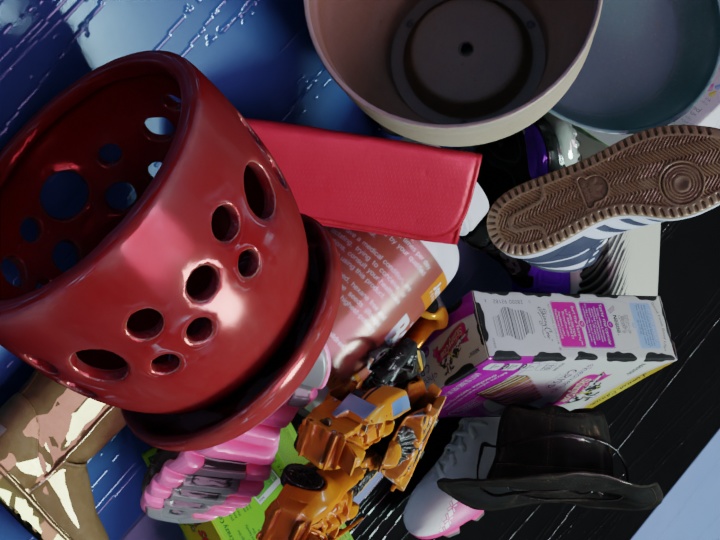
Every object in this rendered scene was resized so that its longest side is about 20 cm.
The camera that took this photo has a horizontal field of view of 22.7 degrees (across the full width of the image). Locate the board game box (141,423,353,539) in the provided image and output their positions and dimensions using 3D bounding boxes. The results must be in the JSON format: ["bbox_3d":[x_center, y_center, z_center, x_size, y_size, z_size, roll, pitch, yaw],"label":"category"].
[{"bbox_3d":[-0.067,0.197,1.325,0.101,0.048,0.201,-29,91,-36],"label":"board game box"}]

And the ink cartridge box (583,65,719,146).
[{"bbox_3d":[0.266,-0.169,1.453,0.200,0.117,0.068,-40,157,-33],"label":"ink cartridge box"}]

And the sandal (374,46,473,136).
[{"bbox_3d":[0.096,-0.136,1.372,0.200,0.057,0.080,-22,128,-36],"label":"sandal"}]

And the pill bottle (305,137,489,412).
[{"bbox_3d":[0.000,0.000,1.318,0.200,0.112,0.112,-48,139,-11],"label":"pill bottle"}]

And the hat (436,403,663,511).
[{"bbox_3d":[0.152,0.147,1.450,0.200,0.200,0.081,17,68,-49],"label":"hat"}]

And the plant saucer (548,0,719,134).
[{"bbox_3d":[0.178,-0.192,1.360,0.200,0.200,0.036,-38,177,-22],"label":"plant saucer"}]

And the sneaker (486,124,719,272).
[{"bbox_3d":[0.199,-0.052,1.362,0.199,0.071,0.108,-17,167,11],"label":"sneaker"}]

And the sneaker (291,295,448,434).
[{"bbox_3d":[-0.009,0.081,1.387,0.201,0.077,0.078,-56,142,0],"label":"sneaker"}]

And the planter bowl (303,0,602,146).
[{"bbox_3d":[0.070,-0.170,1.242,0.201,0.200,0.135,-52,164,-7],"label":"planter bowl"}]

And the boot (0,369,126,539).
[{"bbox_3d":[-0.167,0.100,1.249,0.200,0.066,0.175,-48,140,-14],"label":"boot"}]

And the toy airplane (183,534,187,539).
[{"bbox_3d":[-0.083,0.286,1.387,0.201,0.140,0.199,-62,154,-23],"label":"toy airplane"}]

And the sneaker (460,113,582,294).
[{"bbox_3d":[0.121,-0.032,1.463,0.099,0.070,0.201,-22,125,-26],"label":"sneaker"}]

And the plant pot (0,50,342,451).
[{"bbox_3d":[-0.120,-0.006,1.100,0.182,0.200,0.201,42,82,-35],"label":"plant pot"}]

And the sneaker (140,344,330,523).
[{"bbox_3d":[-0.092,0.090,1.235,0.079,0.096,0.200,18,122,-33],"label":"sneaker"}]

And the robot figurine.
[{"bbox_3d":[0.000,0.127,1.262,0.200,0.058,0.146,-25,141,-63],"label":"robot figurine"}]

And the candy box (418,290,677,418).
[{"bbox_3d":[0.137,0.071,1.459,0.199,0.061,0.136,1,156,-34],"label":"candy box"}]

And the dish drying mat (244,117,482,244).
[{"bbox_3d":[-0.021,-0.062,1.235,0.199,0.018,0.077,9,123,-8],"label":"dish drying mat"}]

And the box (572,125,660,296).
[{"bbox_3d":[0.207,-0.045,1.524,0.068,0.082,0.201,-28,130,-30],"label":"box"}]

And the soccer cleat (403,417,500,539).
[{"bbox_3d":[0.103,0.147,1.557,0.200,0.070,0.087,-39,122,-26],"label":"soccer cleat"}]
